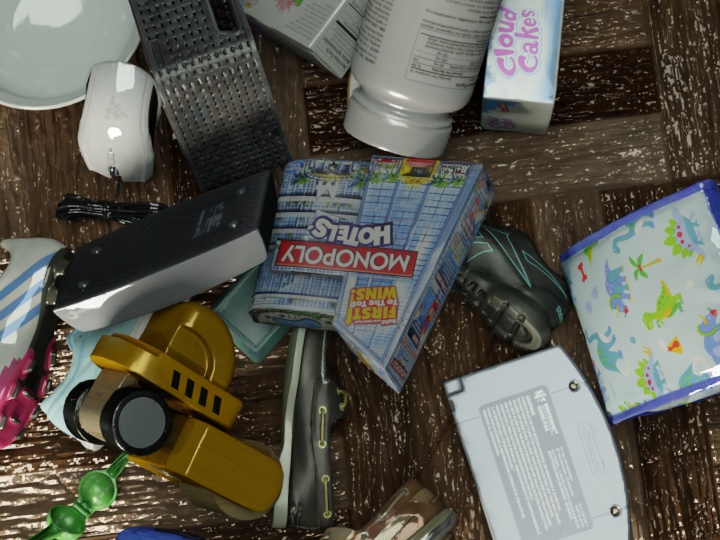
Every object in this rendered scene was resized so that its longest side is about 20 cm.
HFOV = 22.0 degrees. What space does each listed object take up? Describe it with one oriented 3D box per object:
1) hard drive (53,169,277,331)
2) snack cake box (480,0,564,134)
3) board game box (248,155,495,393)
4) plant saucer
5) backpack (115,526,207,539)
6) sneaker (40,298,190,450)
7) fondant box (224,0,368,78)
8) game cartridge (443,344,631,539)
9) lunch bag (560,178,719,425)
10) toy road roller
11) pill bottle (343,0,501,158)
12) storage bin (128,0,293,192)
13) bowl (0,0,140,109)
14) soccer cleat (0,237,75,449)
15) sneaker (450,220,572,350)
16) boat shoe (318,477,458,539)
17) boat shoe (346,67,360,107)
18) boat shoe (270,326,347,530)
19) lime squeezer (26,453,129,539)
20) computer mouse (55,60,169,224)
[{"bbox_3d":[-0.167,-0.015,1.635,0.200,0.135,0.042,-21,115,13],"label":"hard drive"},{"bbox_3d":[0.152,-0.237,1.706,0.067,0.115,0.200,6,80,2],"label":"snack cake box"},{"bbox_3d":[0.000,0.000,1.625,0.200,0.062,0.200,5,67,19],"label":"board game box"},{"bbox_3d":[-0.055,-0.010,1.724,0.070,0.019,0.200,41,85,8],"label":"plant saucer"},{"bbox_3d":[-0.179,0.305,1.583,0.162,0.200,0.168,7,81,4],"label":"backpack"},{"bbox_3d":[-0.225,0.059,1.691,0.082,0.074,0.200,28,78,10],"label":"sneaker"},{"bbox_3d":[-0.016,-0.293,1.709,0.144,0.058,0.200,34,85,43],"label":"fondant box"},{"bbox_3d":[0.167,0.175,1.671,0.133,0.040,0.200,-18,81,9],"label":"game cartridge"},{"bbox_3d":[0.280,0.027,1.610,0.127,0.200,0.170,-14,79,-21],"label":"lunch bag"},{"bbox_3d":[-0.146,0.115,1.620,0.200,0.123,0.146,34,75,-26],"label":"toy road roller"},{"bbox_3d":[0.056,-0.208,1.635,0.113,0.113,0.200,19,109,5],"label":"pill bottle"},{"bbox_3d":[-0.134,-0.176,1.652,0.094,0.200,0.135,-19,64,-1],"label":"storage bin"},{"bbox_3d":[-0.290,-0.238,1.732,0.201,0.090,0.201,0,81,1],"label":"bowl"},{"bbox_3d":[-0.323,0.064,1.702,0.086,0.070,0.200,14,79,20],"label":"soccer cleat"},{"bbox_3d":[0.108,-0.011,1.703,0.200,0.075,0.079,41,62,9],"label":"sneaker"},{"bbox_3d":[-0.007,0.261,1.654,0.200,0.076,0.072,-36,78,-13],"label":"boat shoe"},{"bbox_3d":[0.040,-0.230,1.730,0.069,0.071,0.200,17,80,6],"label":"boat shoe"},{"bbox_3d":[-0.043,0.134,1.676,0.061,0.072,0.201,6,85,-5],"label":"boat shoe"},{"bbox_3d":[-0.250,0.201,1.674,0.038,0.071,0.200,30,52,22],"label":"lime squeezer"},{"bbox_3d":[-0.222,-0.105,1.663,0.110,0.200,0.044,13,48,4],"label":"computer mouse"}]
